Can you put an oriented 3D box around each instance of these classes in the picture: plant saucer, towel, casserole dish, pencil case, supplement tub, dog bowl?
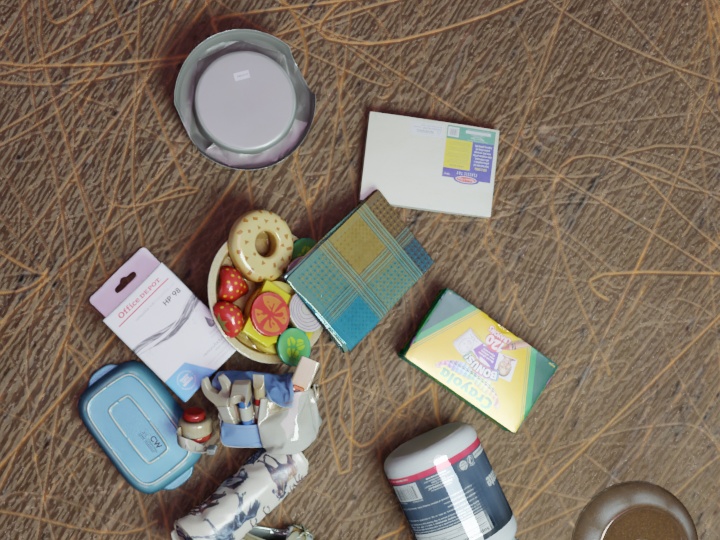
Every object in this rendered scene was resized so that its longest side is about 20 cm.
[{"bbox_3d":[0.413,0.415,1.449,0.199,0.037,0.201,1,86,-8],"label":"plant saucer"},{"bbox_3d":[0.000,0.000,1.392,0.200,0.022,0.147,-45,107,-24],"label":"towel"},{"bbox_3d":[-0.307,0.220,1.367,0.121,0.039,0.200,-37,93,-7],"label":"casserole dish"},{"bbox_3d":[-0.164,0.311,1.338,0.200,0.089,0.078,-41,118,-22],"label":"pencil case"},{"bbox_3d":[0.131,0.326,1.365,0.140,0.140,0.201,-25,90,-8],"label":"supplement tub"},{"bbox_3d":[-0.164,-0.238,1.403,0.199,0.059,0.201,1,86,-8],"label":"dog bowl"}]

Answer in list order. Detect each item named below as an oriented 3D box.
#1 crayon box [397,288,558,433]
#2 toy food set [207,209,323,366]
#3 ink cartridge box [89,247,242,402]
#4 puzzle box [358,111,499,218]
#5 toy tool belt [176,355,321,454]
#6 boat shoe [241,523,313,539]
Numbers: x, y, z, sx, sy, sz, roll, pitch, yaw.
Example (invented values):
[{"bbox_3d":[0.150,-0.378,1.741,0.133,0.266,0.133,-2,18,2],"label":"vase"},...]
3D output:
[{"bbox_3d":[0.169,0.131,1.423,0.200,0.058,0.119,35,83,-4],"label":"crayon box"},{"bbox_3d":[-0.119,0.030,1.362,0.198,0.049,0.201,35,61,-25],"label":"toy food set"},{"bbox_3d":[-0.273,0.072,1.365,0.200,0.067,0.116,45,83,-3],"label":"ink cartridge box"},{"bbox_3d":[0.101,-0.154,1.448,0.199,0.025,0.134,8,85,-7],"label":"puzzle box"},{"bbox_3d":[-0.152,0.171,1.324,0.199,0.125,0.123,0,107,5],"label":"toy tool belt"},{"bbox_3d":[-0.094,0.390,1.366,0.199,0.075,0.069,4,92,-6],"label":"boat shoe"}]
